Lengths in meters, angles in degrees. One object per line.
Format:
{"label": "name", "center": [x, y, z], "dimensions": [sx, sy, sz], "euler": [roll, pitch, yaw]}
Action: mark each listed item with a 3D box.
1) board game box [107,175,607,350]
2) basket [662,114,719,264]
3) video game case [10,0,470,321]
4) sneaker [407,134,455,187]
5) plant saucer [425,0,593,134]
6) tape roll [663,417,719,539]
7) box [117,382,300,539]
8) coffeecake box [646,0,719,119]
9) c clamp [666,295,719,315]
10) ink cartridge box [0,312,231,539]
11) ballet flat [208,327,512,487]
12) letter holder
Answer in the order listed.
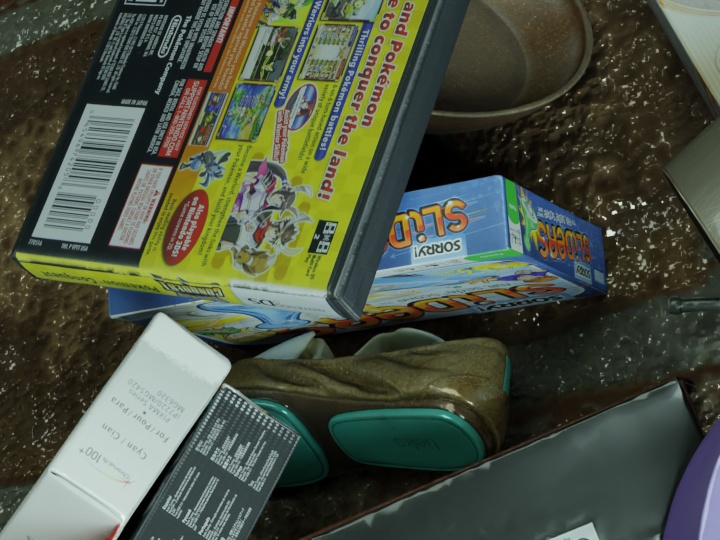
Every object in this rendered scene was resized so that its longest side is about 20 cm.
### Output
{"label": "board game box", "center": [0.000, 0.000, 0.974], "dimensions": [0.198, 0.135, 0.035], "euler": [-10, 78, 24]}
{"label": "basket", "center": [0.237, -0.049, 0.855], "dimensions": [0.199, 0.181, 0.136], "euler": [-34, 16, 8]}
{"label": "video game case", "center": [-0.049, -0.080, 0.944], "dimensions": [0.179, 0.026, 0.202], "euler": [6, 66, 32]}
{"label": "sneaker", "center": [-0.040, -0.050, 1.021], "dimensions": [0.199, 0.079, 0.089], "euler": [-23, 40, -24]}
{"label": "plant saucer", "center": [0.018, -0.127, 1.053], "dimensions": [0.198, 0.037, 0.201], "euler": [11, 39, -9]}
{"label": "tape roll", "center": [0.212, 0.115, 0.757], "dimensions": [0.198, 0.085, 0.202], "euler": [0, 78, -2]}
{"label": "box", "center": [-0.110, 0.165, 0.890], "dimensions": [0.160, 0.044, 0.201], "euler": [-52, 7, 45]}
{"label": "coffeecake box", "center": [0.209, -0.163, 1.002], "dimensions": [0.153, 0.073, 0.201], "euler": [-29, 51, 8]}
{"label": "c clamp", "center": [0.220, 0.083, 0.872], "dimensions": [0.169, 0.027, 0.202], "euler": [-11, 52, 16]}
{"label": "ink cartridge box", "center": [-0.143, 0.131, 0.925], "dimensions": [0.045, 0.200, 0.177], "euler": [34, 56, -4]}
{"label": "ballet flat", "center": [-0.010, 0.059, 0.988], "dimensions": [0.199, 0.068, 0.073], "euler": [-9, 37, 37]}
{"label": "letter holder", "center": [0.067, 0.129, 0.891], "dimensions": [0.198, 0.142, 0.101], "euler": [-24, 83, 9]}
